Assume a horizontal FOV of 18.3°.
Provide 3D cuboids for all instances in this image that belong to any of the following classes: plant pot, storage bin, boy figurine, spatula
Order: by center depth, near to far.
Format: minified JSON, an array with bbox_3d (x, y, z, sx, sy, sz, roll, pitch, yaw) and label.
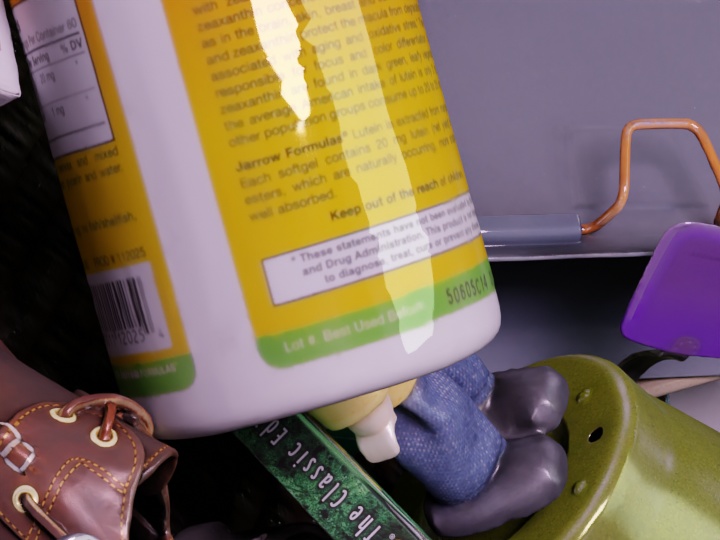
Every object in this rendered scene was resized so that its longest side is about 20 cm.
[{"bbox_3d":[0.000,0.000,0.760,0.200,0.064,0.125,54,29,-34],"label":"boy figurine"},{"bbox_3d":[0.109,0.140,0.873,0.193,0.200,0.201,44,32,-24],"label":"plant pot"},{"bbox_3d":[0.111,0.042,0.898,0.056,0.200,0.021,11,58,-13],"label":"spatula"},{"bbox_3d":[0.093,-0.042,0.914,0.146,0.199,0.135,118,-34,-61],"label":"storage bin"}]

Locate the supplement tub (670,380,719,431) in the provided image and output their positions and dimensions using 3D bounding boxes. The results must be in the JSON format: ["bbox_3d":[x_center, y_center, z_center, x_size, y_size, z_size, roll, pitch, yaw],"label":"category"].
[{"bbox_3d":[0.209,0.154,1.102,0.200,0.144,0.145,53,29,-37],"label":"supplement tub"}]

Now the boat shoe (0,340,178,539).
[{"bbox_3d":[-0.075,0.069,0.594,0.200,0.070,0.070,56,14,9],"label":"boat shoe"}]

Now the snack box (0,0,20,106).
[{"bbox_3d":[-0.149,-0.131,0.638,0.024,0.072,0.201,14,59,-61],"label":"snack box"}]

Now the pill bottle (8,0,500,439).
[{"bbox_3d":[-0.037,-0.063,0.627,0.111,0.111,0.201,-24,100,-67],"label":"pill bottle"}]

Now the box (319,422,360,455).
[{"bbox_3d":[-0.037,-0.038,0.844,0.117,0.048,0.201,45,32,-45],"label":"box"}]

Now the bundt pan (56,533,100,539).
[{"bbox_3d":[-0.075,0.158,0.485,0.201,0.076,0.203,3,85,-33],"label":"bundt pan"}]

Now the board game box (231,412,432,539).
[{"bbox_3d":[0.014,0.091,0.696,0.200,0.023,0.105,43,-1,35],"label":"board game box"}]

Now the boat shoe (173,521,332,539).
[{"bbox_3d":[-0.052,0.139,0.653,0.067,0.057,0.200,59,25,-23],"label":"boat shoe"}]

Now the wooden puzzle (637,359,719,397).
[{"bbox_3d":[0.084,-0.032,0.999,0.046,0.184,0.201,133,-59,-68],"label":"wooden puzzle"}]

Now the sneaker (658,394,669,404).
[{"bbox_3d":[0.114,0.037,1.074,0.095,0.079,0.201,33,44,-59],"label":"sneaker"}]
